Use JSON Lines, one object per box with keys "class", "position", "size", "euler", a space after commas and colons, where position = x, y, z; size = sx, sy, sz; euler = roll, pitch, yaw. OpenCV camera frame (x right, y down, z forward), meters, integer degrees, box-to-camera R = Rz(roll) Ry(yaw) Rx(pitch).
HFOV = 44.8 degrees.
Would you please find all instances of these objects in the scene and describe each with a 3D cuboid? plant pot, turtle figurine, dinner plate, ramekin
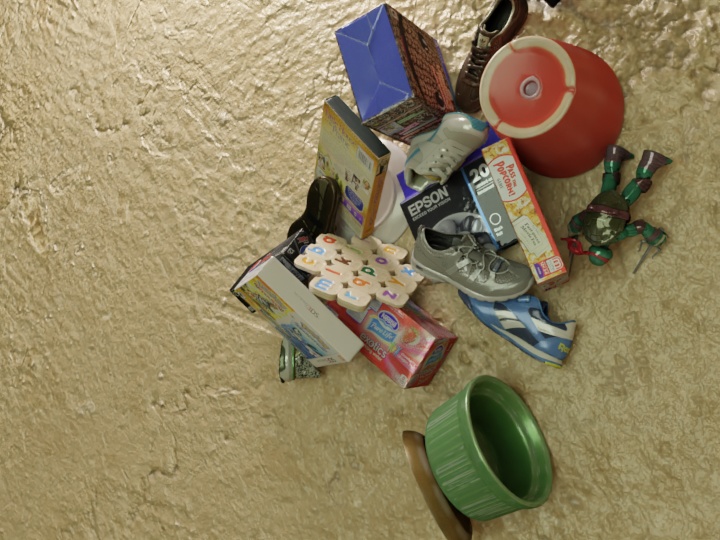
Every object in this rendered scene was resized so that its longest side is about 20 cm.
{"class": "plant pot", "position": [0.270, -0.247, 1.273], "size": [0.198, 0.177, 0.204], "euler": [-2, 86, 29]}
{"class": "turtle figurine", "position": [0.367, -0.075, 1.256], "size": [0.148, 0.100, 0.203], "euler": [20, 91, 29]}
{"class": "dinner plate", "position": [0.006, -0.131, 1.509], "size": [0.198, 0.024, 0.203], "euler": [-2, 87, 31]}
{"class": "ramekin", "position": [0.185, 0.266, 1.285], "size": [0.097, 0.199, 0.202], "euler": [-34, 71, 31]}
{"class": "plant pot", "position": [0.121, 0.329, 1.320], "size": [0.027, 0.200, 0.202], "euler": [-27, 73, 7]}

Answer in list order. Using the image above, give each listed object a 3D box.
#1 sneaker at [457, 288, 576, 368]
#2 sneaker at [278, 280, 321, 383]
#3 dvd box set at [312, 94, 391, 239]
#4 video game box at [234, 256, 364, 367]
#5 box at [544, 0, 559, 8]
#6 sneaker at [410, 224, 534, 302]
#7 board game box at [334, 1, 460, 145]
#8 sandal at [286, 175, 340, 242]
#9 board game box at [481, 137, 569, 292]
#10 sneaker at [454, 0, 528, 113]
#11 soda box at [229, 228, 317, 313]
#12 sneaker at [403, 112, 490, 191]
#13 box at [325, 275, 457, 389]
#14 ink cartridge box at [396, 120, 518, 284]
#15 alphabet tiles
{"class": "sneaker", "position": [0.240, 0.068, 1.335], "size": [0.199, 0.074, 0.083], "euler": [34, 98, 22]}
{"class": "sneaker", "position": [-0.092, 0.101, 1.541], "size": [0.087, 0.077, 0.203], "euler": [6, 87, -2]}
{"class": "dvd box set", "position": [-0.018, -0.166, 1.425], "size": [0.147, 0.029, 0.201], "euler": [49, 151, 24]}
{"class": "video game box", "position": [-0.103, 0.073, 1.411], "size": [0.200, 0.182, 0.047], "euler": [44, 68, -8]}
{"class": "box", "position": [0.238, -0.490, 1.292], "size": [0.079, 0.199, 0.142], "euler": [-47, 67, 19]}
{"class": "sneaker", "position": [0.166, -0.013, 1.320], "size": [0.197, 0.075, 0.083], "euler": [14, 135, 19]}
{"class": "board game box", "position": [0.065, -0.302, 1.382], "size": [0.096, 0.199, 0.162], "euler": [-22, 77, 25]}
{"class": "sandal", "position": [-0.071, -0.087, 1.512], "size": [0.082, 0.054, 0.201], "euler": [43, 135, 22]}
{"class": "board game box", "position": [0.237, -0.074, 1.248], "size": [0.046, 0.151, 0.202], "euler": [-23, 80, 11]}
{"class": "sneaker", "position": [0.194, -0.351, 1.382], "size": [0.070, 0.075, 0.202], "euler": [30, 101, 28]}
{"class": "soda box", "position": [-0.145, 0.003, 1.511], "size": [0.063, 0.071, 0.199], "euler": [46, 141, -13]}
{"class": "sneaker", "position": [0.131, -0.178, 1.331], "size": [0.200, 0.076, 0.082], "euler": [-27, 45, 65]}
{"class": "box", "position": [0.045, 0.092, 1.430], "size": [0.199, 0.094, 0.103], "euler": [38, 105, 26]}
{"class": "ink cartridge box", "position": [0.164, -0.111, 1.395], "size": [0.197, 0.043, 0.202], "euler": [-29, 78, 26]}
{"class": "alphabet tiles", "position": [0.000, 0.000, 1.406], "size": [0.193, 0.200, 0.015], "euler": [21, 125, 15]}
